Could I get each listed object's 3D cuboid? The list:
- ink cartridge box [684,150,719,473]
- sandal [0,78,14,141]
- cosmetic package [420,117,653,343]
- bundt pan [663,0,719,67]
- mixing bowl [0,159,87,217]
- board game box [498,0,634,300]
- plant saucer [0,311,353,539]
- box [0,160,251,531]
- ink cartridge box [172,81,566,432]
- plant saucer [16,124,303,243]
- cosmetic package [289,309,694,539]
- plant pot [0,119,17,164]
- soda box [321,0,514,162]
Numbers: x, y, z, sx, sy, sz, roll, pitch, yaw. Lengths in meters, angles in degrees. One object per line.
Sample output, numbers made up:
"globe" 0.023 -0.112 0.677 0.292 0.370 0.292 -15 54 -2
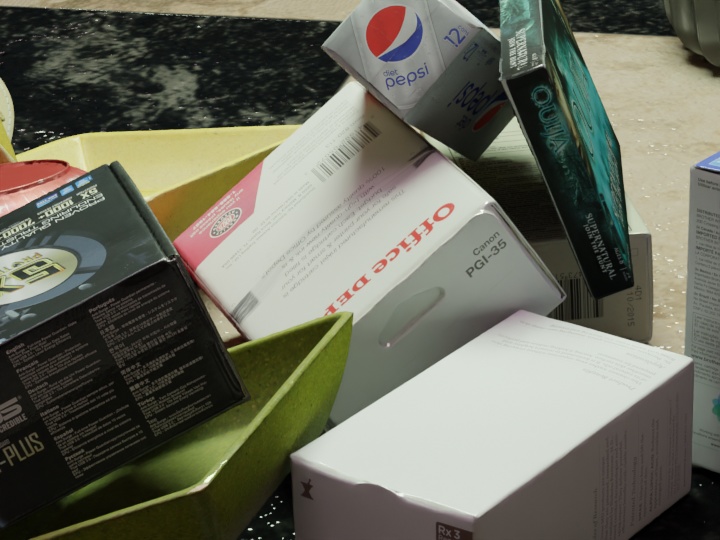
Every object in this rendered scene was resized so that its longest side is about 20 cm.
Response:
"ink cartridge box" 0.237 0.014 1.394 0.136 0.200 0.076 18 31 37
"sandal" -0.266 -0.076 1.776 0.070 0.078 0.212 -21 15 41
"cosmetic package" 0.102 -0.024 1.651 0.105 0.071 0.200 -5 24 -5
"bundt pan" 0.312 -0.195 2.010 0.201 0.076 0.202 -3 24 1
"mixing bowl" -0.194 0.003 1.521 0.200 0.109 0.200 -9 12 2
"board game box" 0.112 -0.085 1.533 0.028 0.135 0.200 -20 22 11
"plant saucer" -0.108 0.105 1.344 0.200 0.048 0.200 -20 15 28
"box" -0.174 0.047 1.345 0.200 0.086 0.164 -27 23 -4
"ink cartridge box" 0.000 0.000 1.522 0.146 0.083 0.200 -41 32 -2
"plant saucer" -0.152 -0.043 1.698 0.200 0.049 0.200 0 15 33
"cosmetic package" 0.068 0.100 1.367 0.113 0.081 0.200 17 32 35
"plant pot" -0.334 -0.113 1.638 0.194 0.196 0.200 -32 30 8
"soda box" 0.044 -0.115 1.565 0.063 0.068 0.200 42 7 13
